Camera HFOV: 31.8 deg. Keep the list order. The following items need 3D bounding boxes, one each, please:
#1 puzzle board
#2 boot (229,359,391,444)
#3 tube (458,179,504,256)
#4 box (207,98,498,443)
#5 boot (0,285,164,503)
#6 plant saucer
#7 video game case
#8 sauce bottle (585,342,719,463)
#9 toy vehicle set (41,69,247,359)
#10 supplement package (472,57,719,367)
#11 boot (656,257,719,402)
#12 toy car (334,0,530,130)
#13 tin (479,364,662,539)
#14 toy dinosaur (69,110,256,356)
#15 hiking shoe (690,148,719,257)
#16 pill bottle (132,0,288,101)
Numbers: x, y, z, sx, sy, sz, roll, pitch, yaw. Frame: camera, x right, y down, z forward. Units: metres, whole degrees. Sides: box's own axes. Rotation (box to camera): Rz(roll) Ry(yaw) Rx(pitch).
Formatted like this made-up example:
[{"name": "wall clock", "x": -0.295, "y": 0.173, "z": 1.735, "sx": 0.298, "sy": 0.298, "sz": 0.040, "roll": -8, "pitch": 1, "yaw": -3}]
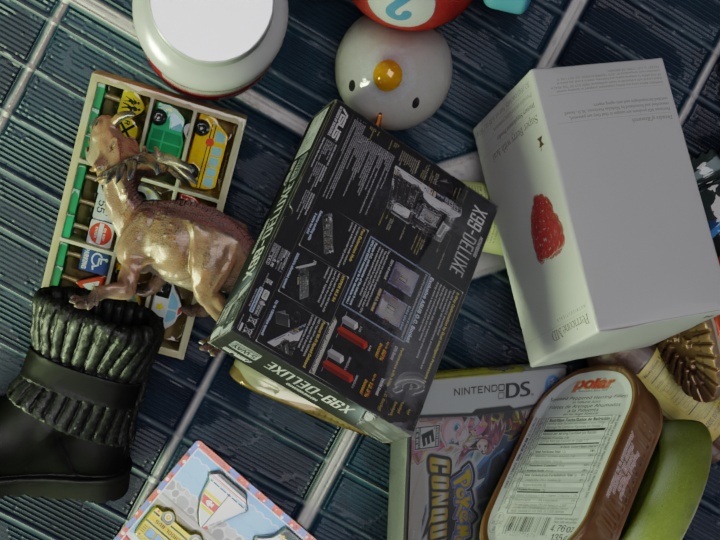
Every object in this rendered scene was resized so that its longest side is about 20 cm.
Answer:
[{"name": "puzzle board", "x": -0.109, "y": 0.262, "z": 1.051, "sx": 0.200, "sy": 0.017, "sz": 0.151, "roll": 41, "pitch": 89, "yaw": -9}, {"name": "boot", "x": 0.010, "y": 0.050, "z": 1.025, "sx": 0.197, "sy": 0.072, "sz": 0.157, "roll": 20, "pitch": 89, "yaw": -8}, {"name": "tube", "x": 0.119, "y": -0.040, "z": 1.044, "sx": 0.197, "sy": 0.052, "sz": 0.059, "roll": 7, "pitch": 124, "yaw": -11}, {"name": "box", "x": 0.000, "y": 0.000, "z": 0.931, "sx": 0.157, "sy": 0.050, "sz": 0.202, "roll": 31, "pitch": 66, "yaw": -18}, {"name": "boot", "x": -0.262, "y": 0.089, "z": 0.969, "sx": 0.208, "sy": 0.080, "sz": 0.160, "roll": 5, "pitch": 114, "yaw": -17}, {"name": "plant saucer", "x": 0.201, "y": 0.195, "z": 0.989, "sx": 0.031, "sy": 0.200, "sz": 0.201, "roll": 33, "pitch": 90, "yaw": -2}, {"name": "video game case", "x": 0.098, "y": 0.179, "z": 1.024, "sx": 0.179, "sy": 0.025, "sz": 0.203, "roll": -1, "pitch": 95, "yaw": -37}, {"name": "sauce bottle", "x": 0.234, "y": 0.079, "z": 1.058, "sx": 0.199, "sy": 0.065, "sz": 0.065, "roll": 39, "pitch": 89, "yaw": -6}, {"name": "toy vehicle set", "x": -0.173, "y": -0.042, "z": 0.996, "sx": 0.122, "sy": 0.027, "sz": 0.203, "roll": 15, "pitch": 103, "yaw": -7}, {"name": "supplement package", "x": 0.181, "y": -0.043, "z": 0.974, "sx": 0.118, "sy": 0.121, "sz": 0.203, "roll": -8, "pitch": 76, "yaw": -20}, {"name": "boot", "x": 0.289, "y": 0.008, "z": 1.027, "sx": 0.106, "sy": 0.075, "sz": 0.203, "roll": 1, "pitch": 66, "yaw": -18}, {"name": "toy car", "x": 0.029, "y": -0.177, "z": 0.969, "sx": 0.181, "sy": 0.177, "sz": 0.203, "roll": 12, "pitch": 105, "yaw": 3}, {"name": "tin", "x": 0.162, "y": 0.156, "z": 0.972, "sx": 0.042, "sy": 0.111, "sz": 0.201, "roll": 51, "pitch": 53, "yaw": -29}, {"name": "toy dinosaur", "x": -0.129, "y": -0.026, "z": 0.940, "sx": 0.197, "sy": 0.086, "sz": 0.137, "roll": 21, "pitch": 107, "yaw": -4}, {"name": "hiking shoe", "x": 0.334, "y": -0.064, "z": 1.015, "sx": 0.197, "sy": 0.074, "sz": 0.088, "roll": -16, "pitch": 84, "yaw": -21}, {"name": "pill bottle", "x": -0.109, "y": -0.186, "z": 0.925, "sx": 0.110, "sy": 0.200, "sz": 0.114, "roll": 0, "pitch": 94, "yaw": -7}]
